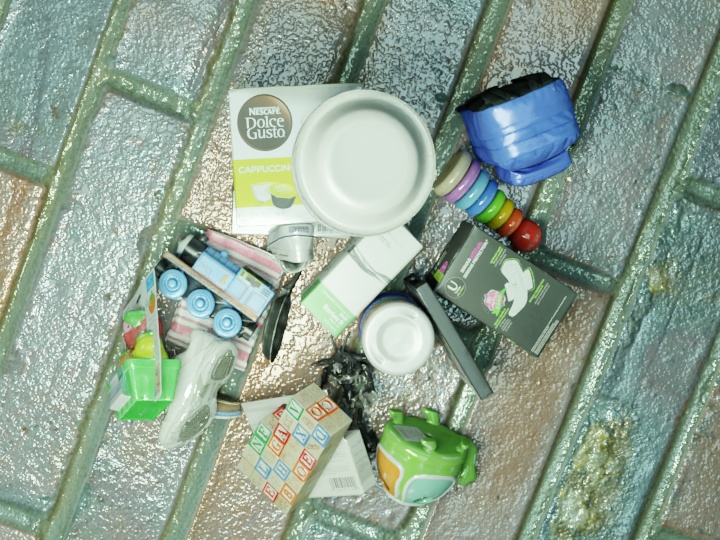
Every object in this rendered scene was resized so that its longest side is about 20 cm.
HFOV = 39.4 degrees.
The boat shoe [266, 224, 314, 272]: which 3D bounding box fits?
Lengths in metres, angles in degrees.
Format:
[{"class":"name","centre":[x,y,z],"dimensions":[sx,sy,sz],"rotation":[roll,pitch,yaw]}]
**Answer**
[{"class":"boat shoe","centre":[-0.109,-0.028,1.566],"dimensions":[0.073,0.200,0.066],"rotation":[-2,85,-5]}]

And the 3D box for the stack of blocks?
[{"class":"stack of blocks","centre":[-0.105,0.270,1.561],"dimensions":[0.115,0.058,0.201],"rotation":[41,127,17]}]

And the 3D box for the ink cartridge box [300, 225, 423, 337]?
[{"class":"ink cartridge box","centre":[0.000,0.000,1.604],"dimensions":[0.084,0.146,0.200],"rotation":[44,92,-5]}]

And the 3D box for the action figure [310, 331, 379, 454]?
[{"class":"action figure","centre":[-0.022,0.207,1.645],"dimensions":[0.117,0.102,0.203],"rotation":[-9,97,9]}]

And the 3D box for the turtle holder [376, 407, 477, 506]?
[{"class":"turtle holder","centre":[0.105,0.309,1.654],"dimensions":[0.140,0.185,0.133],"rotation":[27,106,28]}]

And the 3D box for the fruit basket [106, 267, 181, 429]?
[{"class":"fruit basket","centre":[-0.344,0.124,1.550],"dimensions":[0.093,0.185,0.202],"rotation":[-2,68,-30]}]

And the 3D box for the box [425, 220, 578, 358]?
[{"class":"box","centre":[0.222,0.026,1.617],"dimensions":[0.199,0.149,0.125],"rotation":[33,94,-6]}]

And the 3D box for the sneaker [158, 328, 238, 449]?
[{"class":"sneaker","centre":[-0.271,0.183,1.586],"dimensions":[0.099,0.078,0.202],"rotation":[31,95,32]}]

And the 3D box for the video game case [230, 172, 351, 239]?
[{"class":"video game case","centre":[-0.110,-0.146,1.641],"dimensions":[0.197,0.036,0.184],"rotation":[1,95,-4]}]

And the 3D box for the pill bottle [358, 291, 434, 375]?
[{"class":"pill bottle","centre":[0.052,0.093,1.588],"dimensions":[0.110,0.200,0.114],"rotation":[0,95,-4]}]

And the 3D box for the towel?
[{"class":"towel","centre":[-0.222,0.050,1.656],"dimensions":[0.145,0.030,0.202],"rotation":[22,94,-4]}]

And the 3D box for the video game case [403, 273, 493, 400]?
[{"class":"video game case","centre":[0.136,0.101,1.602],"dimensions":[0.025,0.181,0.201],"rotation":[-31,96,-1]}]

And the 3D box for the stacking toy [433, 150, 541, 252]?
[{"class":"stacking toy","centre":[0.219,-0.105,1.646],"dimensions":[0.199,0.085,0.086],"rotation":[37,92,-11]}]

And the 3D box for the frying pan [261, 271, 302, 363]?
[{"class":"frying pan","centre":[-0.126,0.055,1.619],"dimensions":[0.031,0.115,0.193],"rotation":[13,93,4]}]

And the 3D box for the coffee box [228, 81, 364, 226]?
[{"class":"coffee box","centre":[-0.095,-0.172,1.521],"dimensions":[0.197,0.200,0.201],"rotation":[-3,94,-5]}]

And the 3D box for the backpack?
[{"class":"backpack","centre":[0.262,-0.222,1.573],"dimensions":[0.161,0.200,0.169],"rotation":[-26,96,-1]}]

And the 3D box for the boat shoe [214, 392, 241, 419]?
[{"class":"boat shoe","centre":[-0.284,0.186,1.642],"dimensions":[0.198,0.072,0.073],"rotation":[18,92,-4]}]

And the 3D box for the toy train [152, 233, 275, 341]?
[{"class":"toy train","centre":[-0.233,0.026,1.603],"dimensions":[0.199,0.087,0.115],"rotation":[35,85,0]}]

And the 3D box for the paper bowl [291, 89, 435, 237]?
[{"class":"paper bowl","centre":[0.005,-0.147,1.381],"dimensions":[0.198,0.104,0.204],"rotation":[0,94,-7]}]

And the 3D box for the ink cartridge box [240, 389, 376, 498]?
[{"class":"ink cartridge box","centre":[-0.085,0.276,1.615],"dimensions":[0.198,0.045,0.178],"rotation":[-13,99,40]}]
